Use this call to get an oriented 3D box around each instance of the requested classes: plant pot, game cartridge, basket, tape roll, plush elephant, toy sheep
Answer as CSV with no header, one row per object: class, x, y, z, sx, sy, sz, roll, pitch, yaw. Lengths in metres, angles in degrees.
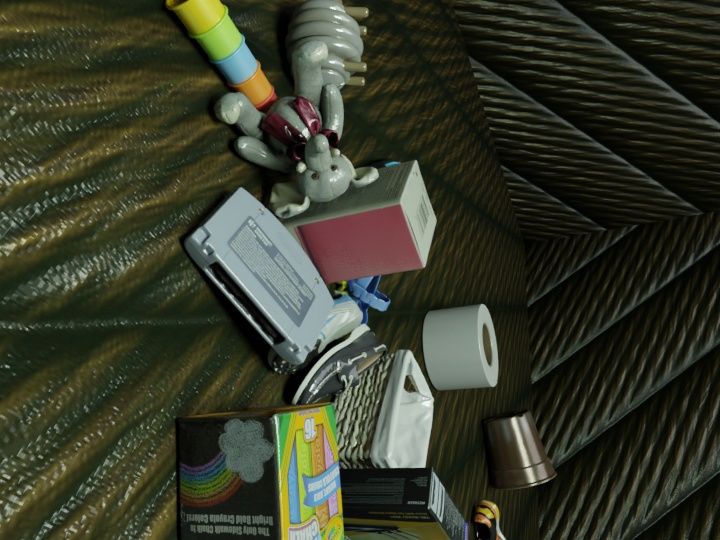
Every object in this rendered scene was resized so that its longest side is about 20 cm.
plant pot,0.474,0.545,1.669,0.200,0.199,0.199,12,62,-65
game cartridge,-0.114,0.003,0.665,0.200,0.041,0.133,53,29,-20
basket,0.028,0.242,0.836,0.200,0.123,0.136,-71,143,-49
tape roll,0.249,0.190,1.335,0.203,0.139,0.204,-9,90,-67
plush elephant,-0.070,-0.158,0.710,0.155,0.164,0.200,50,-14,31
toy sheep,-0.055,-0.354,0.868,0.138,0.137,0.201,23,67,-62

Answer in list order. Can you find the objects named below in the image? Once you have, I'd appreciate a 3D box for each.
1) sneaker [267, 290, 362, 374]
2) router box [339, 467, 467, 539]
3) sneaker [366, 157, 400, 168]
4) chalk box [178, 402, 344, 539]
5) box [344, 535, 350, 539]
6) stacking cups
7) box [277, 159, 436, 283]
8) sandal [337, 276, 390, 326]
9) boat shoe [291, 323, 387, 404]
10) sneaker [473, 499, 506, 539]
sneaker,-0.070,0.084,0.765,0.072,0.072,0.200,40,31,13
router box,0.022,0.316,0.699,0.158,0.199,0.052,60,31,-37
sneaker,0.054,-0.193,1.111,0.200,0.082,0.074,-48,123,-62
chalk box,-0.098,0.245,0.553,0.124,0.124,0.201,16,68,-64
box,-0.028,0.448,0.677,0.200,0.086,0.164,57,32,-41
stacking cups,-0.157,-0.267,0.688,0.200,0.060,0.061,51,37,-48
box,-0.005,-0.065,0.782,0.128,0.199,0.109,-67,141,-50
sandal,0.000,0.000,0.914,0.079,0.087,0.201,-7,86,-64
boat shoe,-0.025,0.145,0.784,0.060,0.074,0.200,39,30,11
sneaker,0.341,0.721,1.446,0.090,0.070,0.201,-29,108,-49
